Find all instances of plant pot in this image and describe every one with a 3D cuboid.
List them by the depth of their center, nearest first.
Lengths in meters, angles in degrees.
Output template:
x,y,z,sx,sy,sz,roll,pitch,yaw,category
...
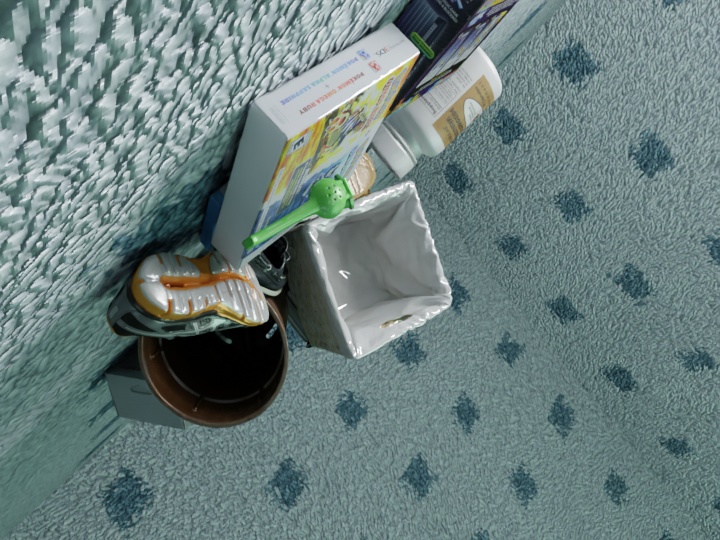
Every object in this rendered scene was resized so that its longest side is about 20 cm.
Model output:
x,y,z,sx,sy,sz,roll,pitch,yaw,category
-0.185,0.083,0.869,0.200,0.201,0.199,-41,-171,10,plant pot

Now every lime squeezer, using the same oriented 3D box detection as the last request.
x,y,z,sx,sy,sz,roll,pitch,yaw,category
-0.033,-0.061,0.586,0.071,0.038,0.200,-48,176,28,lime squeezer

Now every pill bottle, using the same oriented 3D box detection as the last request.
x,y,z,sx,sy,sz,roll,pitch,yaw,category
0.102,-0.237,0.900,0.199,0.115,0.114,-42,-178,5,pill bottle

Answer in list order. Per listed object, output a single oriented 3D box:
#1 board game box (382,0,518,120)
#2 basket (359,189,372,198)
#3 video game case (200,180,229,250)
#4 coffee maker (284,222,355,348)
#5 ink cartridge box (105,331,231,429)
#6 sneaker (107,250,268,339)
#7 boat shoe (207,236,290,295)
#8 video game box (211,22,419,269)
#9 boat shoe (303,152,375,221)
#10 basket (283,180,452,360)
x,y,z,sx,sy,sz,roll,pitch,yaw,category
0.095,-0.260,0.645,0.165,0.057,0.200,-44,-179,40,board game box
-0.018,-0.064,1.203,0.141,0.150,0.200,-32,-170,39,basket
-0.090,-0.109,0.660,0.200,0.018,0.143,-45,-177,-24,video game case
-0.086,-0.004,1.056,0.192,0.201,0.134,-42,-176,-21,coffee maker
-0.292,0.161,1.003,0.141,0.085,0.200,3,-156,23,ink cartridge box
-0.165,0.029,0.608,0.076,0.080,0.199,-31,161,20,sneaker
-0.122,-0.019,0.772,0.066,0.075,0.199,-42,165,7,boat shoe
-0.046,-0.110,0.566,0.182,0.047,0.201,-46,175,-35,video game box
-0.064,-0.108,0.806,0.197,0.072,0.069,-28,-176,-37,boat shoe
0.000,0.000,0.916,0.195,0.205,0.160,-25,-171,-27,basket
